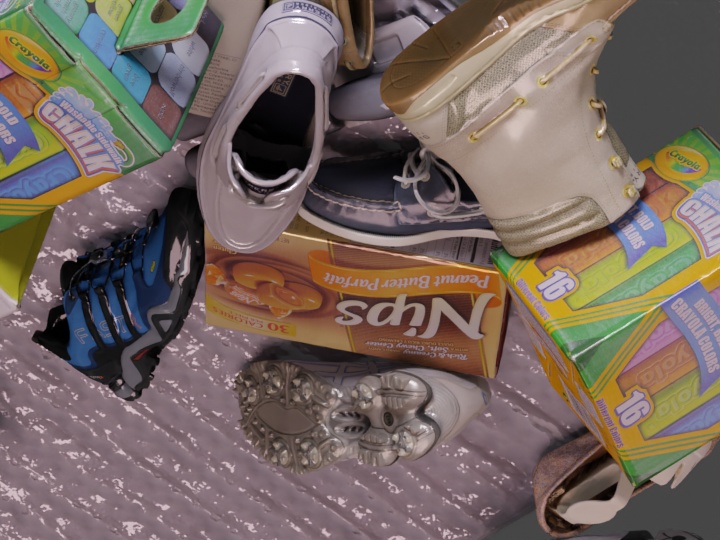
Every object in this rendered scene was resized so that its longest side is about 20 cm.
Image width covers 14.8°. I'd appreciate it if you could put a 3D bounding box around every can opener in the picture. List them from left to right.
[{"bbox_3d":[-0.035,-0.104,1.703,0.199,0.066,0.053,-17,97,33],"label":"can opener"}]

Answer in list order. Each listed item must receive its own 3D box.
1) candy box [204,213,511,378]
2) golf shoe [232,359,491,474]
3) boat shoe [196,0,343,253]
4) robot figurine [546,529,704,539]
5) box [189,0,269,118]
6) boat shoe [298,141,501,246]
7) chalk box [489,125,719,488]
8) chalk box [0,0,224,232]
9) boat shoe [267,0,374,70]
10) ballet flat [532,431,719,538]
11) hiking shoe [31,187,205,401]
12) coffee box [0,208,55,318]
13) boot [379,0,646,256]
[{"bbox_3d":[0.000,0.000,1.794,0.199,0.056,0.116,10,143,4],"label":"candy box"},{"bbox_3d":[0.002,0.094,1.882,0.199,0.097,0.079,4,103,45],"label":"golf shoe"},{"bbox_3d":[-0.060,-0.071,1.646,0.073,0.066,0.201,11,137,-3],"label":"boat shoe"},{"bbox_3d":[0.162,0.242,1.910,0.199,0.151,0.125,-7,152,17],"label":"robot figurine"},{"bbox_3d":[-0.088,-0.186,1.633,0.082,0.069,0.201,14,135,0],"label":"box"},{"bbox_3d":[0.058,-0.053,1.720,0.199,0.075,0.062,7,137,6],"label":"boat shoe"},{"bbox_3d":[0.204,0.009,1.680,0.199,0.125,0.124,-33,128,-4],"label":"chalk box"},{"bbox_3d":[-0.169,-0.127,1.581,0.199,0.125,0.124,-23,122,34],"label":"chalk box"},{"bbox_3d":[-0.008,-0.198,1.588,0.063,0.073,0.201,23,135,8],"label":"boat shoe"},{"bbox_3d":[0.190,0.126,1.866,0.068,0.067,0.200,34,132,-17],"label":"ballet flat"},{"bbox_3d":[-0.157,0.012,1.842,0.086,0.075,0.200,22,135,-8],"label":"hiking shoe"},{"bbox_3d":[-0.315,-0.075,1.708,0.197,0.201,0.200,-23,124,32],"label":"coffee box"},{"bbox_3d":[0.131,-0.110,1.621,0.200,0.072,0.155,-34,121,10],"label":"boot"}]
